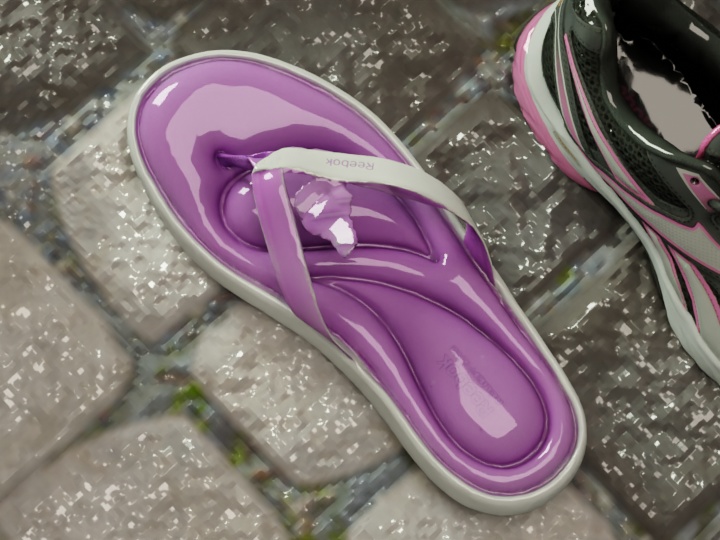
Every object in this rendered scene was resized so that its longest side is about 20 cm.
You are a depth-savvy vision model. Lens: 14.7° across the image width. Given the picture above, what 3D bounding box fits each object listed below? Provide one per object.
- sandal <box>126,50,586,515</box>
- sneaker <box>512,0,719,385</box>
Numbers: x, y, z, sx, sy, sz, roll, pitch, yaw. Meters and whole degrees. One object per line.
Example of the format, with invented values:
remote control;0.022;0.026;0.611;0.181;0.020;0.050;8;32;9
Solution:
sandal;0.005;-0.005;0.958;0.203;0.050;0.082;44;74;6
sneaker;0.129;-0.023;0.958;0.200;0.086;0.080;43;76;5
